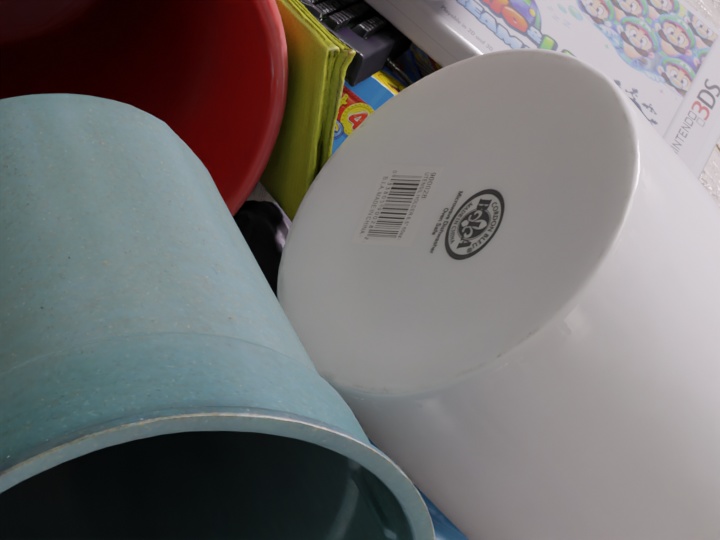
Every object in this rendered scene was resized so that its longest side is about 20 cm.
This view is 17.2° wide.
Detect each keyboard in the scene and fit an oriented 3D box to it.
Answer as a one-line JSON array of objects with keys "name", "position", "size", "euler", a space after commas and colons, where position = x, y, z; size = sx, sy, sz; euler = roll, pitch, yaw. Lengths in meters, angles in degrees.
[{"name": "keyboard", "position": [0.007, -0.112, 1.132], "size": [0.127, 0.021, 0.200], "euler": [43, 14, -1]}]

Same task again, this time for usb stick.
[{"name": "usb stick", "position": [0.000, 0.000, 1.052], "size": [0.056, 0.033, 0.200], "euler": [59, 19, 16]}]

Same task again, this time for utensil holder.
[{"name": "utensil holder", "position": [0.086, 0.035, 0.936], "size": [0.200, 0.169, 0.170], "euler": [47, 23, -41]}]

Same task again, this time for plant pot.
[{"name": "plant pot", "position": [-0.141, -0.110, 0.974], "size": [0.200, 0.201, 0.178], "euler": [30, 22, -31]}, {"name": "plant pot", "position": [-0.097, 0.054, 0.838], "size": [0.200, 0.200, 0.197], "euler": [24, 29, -38]}]

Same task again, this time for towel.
[{"name": "towel", "position": [-0.053, -0.098, 1.007], "size": [0.018, 0.086, 0.200], "euler": [-7, 33, -24]}]

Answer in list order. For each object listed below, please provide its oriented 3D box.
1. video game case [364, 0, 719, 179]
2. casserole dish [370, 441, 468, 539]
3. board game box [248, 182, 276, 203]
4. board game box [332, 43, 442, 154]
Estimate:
[{"name": "video game case", "position": [0.100, -0.125, 1.197], "size": [0.200, 0.024, 0.182], "euler": [40, 37, -3]}, {"name": "casserole dish", "position": [0.027, 0.128, 1.013], "size": [0.200, 0.039, 0.121], "euler": [36, 30, -18]}, {"name": "board game box", "position": [0.024, 0.025, 1.187], "size": [0.200, 0.035, 0.126], "euler": [39, 29, -18]}, {"name": "board game box", "position": [-0.017, -0.106, 1.210], "size": [0.196, 0.056, 0.200], "euler": [37, 15, -24]}]
